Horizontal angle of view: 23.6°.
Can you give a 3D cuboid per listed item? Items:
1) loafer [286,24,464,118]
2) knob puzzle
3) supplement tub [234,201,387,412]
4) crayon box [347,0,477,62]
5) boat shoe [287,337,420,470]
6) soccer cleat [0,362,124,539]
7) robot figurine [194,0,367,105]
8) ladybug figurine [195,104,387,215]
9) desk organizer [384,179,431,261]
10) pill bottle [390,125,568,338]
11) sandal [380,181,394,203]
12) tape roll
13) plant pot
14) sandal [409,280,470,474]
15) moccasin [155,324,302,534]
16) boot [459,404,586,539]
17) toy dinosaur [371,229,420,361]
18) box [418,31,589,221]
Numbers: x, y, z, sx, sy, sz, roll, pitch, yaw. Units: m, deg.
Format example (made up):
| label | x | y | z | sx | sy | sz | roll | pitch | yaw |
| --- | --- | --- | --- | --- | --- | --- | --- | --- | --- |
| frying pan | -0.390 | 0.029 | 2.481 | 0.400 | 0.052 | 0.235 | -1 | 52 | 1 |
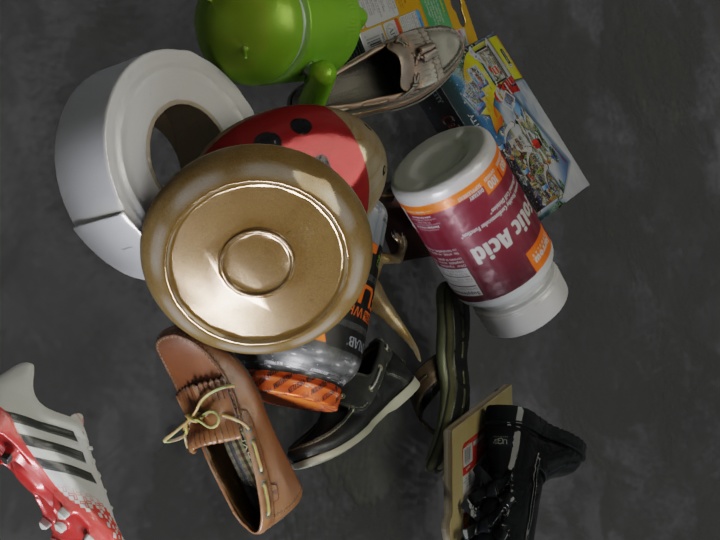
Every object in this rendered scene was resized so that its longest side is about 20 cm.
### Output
| label | x | y | z | sx | sy | sz | roll | pitch | yaw |
| --- | --- | --- | --- | --- | --- | --- | --- | --- | --- |
| loafer | 0.023 | -0.194 | 1.729 | 0.200 | 0.063 | 0.072 | -26 | 89 | -15 |
| knob puzzle | 0.117 | 0.236 | 1.804 | 0.220 | 0.030 | 0.220 | 4 | 90 | -66 |
| supplement tub | -0.049 | 0.024 | 1.604 | 0.122 | 0.122 | 0.200 | 22 | 74 | -44 |
| crayon box | 0.040 | -0.262 | 1.847 | 0.200 | 0.052 | 0.126 | -30 | 104 | -48 |
| boat shoe | -0.017 | 0.132 | 1.670 | 0.200 | 0.072 | 0.068 | -39 | 103 | -51 |
| soccer cleat | -0.241 | 0.164 | 1.404 | 0.200 | 0.069 | 0.085 | 53 | 50 | -20 |
| robot figurine | -0.077 | -0.234 | 1.621 | 0.176 | 0.116 | 0.200 | 52 | 29 | 12 |
| ladybug figurine | -0.062 | -0.079 | 1.511 | 0.200 | 0.072 | 0.136 | -24 | 90 | -21 |
| desk organizer | 0.099 | -0.086 | 1.855 | 0.200 | 0.072 | 0.077 | -37 | 110 | -47 |
| pill bottle | 0.124 | -0.036 | 1.731 | 0.200 | 0.114 | 0.114 | 57 | 44 | -28 |
| sandal | -0.021 | -0.102 | 1.678 | 0.200 | 0.082 | 0.055 | 16 | 89 | -63 |
| tape roll | -0.175 | -0.093 | 1.542 | 0.202 | 0.071 | 0.203 | 15 | 69 | -47 |
| plant pot | -0.088 | -0.011 | 1.464 | 0.200 | 0.200 | 0.027 | 55 | 11 | -24 |
| sandal | 0.080 | 0.111 | 1.791 | 0.080 | 0.057 | 0.201 | 29 | 62 | -72 |
| moccasin | -0.127 | 0.142 | 1.536 | 0.078 | 0.074 | 0.202 | -39 | 111 | -50 |
| boot | 0.170 | 0.239 | 1.798 | 0.198 | 0.073 | 0.163 | 33 | 62 | -56 |
| toy dinosaur | 0.000 | 0.000 | 1.745 | 0.200 | 0.058 | 0.101 | 43 | 65 | -23 |
| box | 0.149 | -0.145 | 1.840 | 0.137 | 0.038 | 0.200 | -34 | 92 | -47 |
